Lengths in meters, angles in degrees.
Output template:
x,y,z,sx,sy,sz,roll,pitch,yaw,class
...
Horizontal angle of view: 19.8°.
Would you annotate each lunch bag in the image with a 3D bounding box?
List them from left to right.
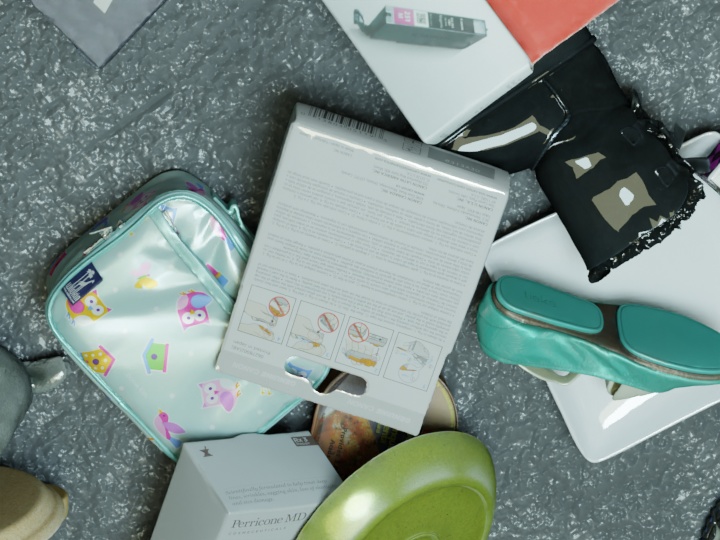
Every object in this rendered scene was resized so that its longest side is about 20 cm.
x,y,z,sx,sy,sz,roll,pitch,yaw,class
-0.125,0.034,1.509,0.160,0.077,0.200,-37,108,9,lunch bag

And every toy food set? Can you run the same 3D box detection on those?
x,y,z,sx,sy,sz,roll,pitch,yaw,class
-0.309,0.194,1.487,0.196,0.200,0.049,-9,107,-4,toy food set

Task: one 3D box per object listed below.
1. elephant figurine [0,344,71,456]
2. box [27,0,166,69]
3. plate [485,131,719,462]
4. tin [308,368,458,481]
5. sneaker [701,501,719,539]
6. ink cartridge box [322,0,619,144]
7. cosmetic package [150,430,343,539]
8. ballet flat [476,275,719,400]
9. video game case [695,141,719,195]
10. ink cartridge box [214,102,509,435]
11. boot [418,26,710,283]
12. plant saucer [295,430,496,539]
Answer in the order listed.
x,y,z,sx,sy,sz,roll,pitch,yaw,class
-0.331,0.058,1.468,0.141,0.156,0.201,-15,120,25,elephant figurine
-0.178,-0.280,1.377,0.200,0.118,0.197,-44,106,10,box
0.217,0.019,1.553,0.199,0.032,0.200,-27,109,5,plate
0.010,0.154,1.582,0.111,0.042,0.201,12,108,-4,tin
0.337,0.165,1.599,0.085,0.077,0.201,15,115,-19,sneaker
0.058,-0.217,1.419,0.173,0.044,0.201,-37,85,9,ink cartridge box
-0.095,0.219,1.529,0.112,0.081,0.201,-5,132,-33,cosmetic package
0.177,0.058,1.521,0.199,0.068,0.071,15,132,-8,ballet flat
0.373,-0.091,1.509,0.181,0.036,0.200,38,93,-16,video game case
0.000,0.000,1.458,0.160,0.050,0.201,18,114,-3,ink cartridge box
0.136,-0.065,1.478,0.198,0.073,0.163,-36,92,4,boot
0.029,0.208,1.532,0.199,0.031,0.201,-25,138,-25,plant saucer
